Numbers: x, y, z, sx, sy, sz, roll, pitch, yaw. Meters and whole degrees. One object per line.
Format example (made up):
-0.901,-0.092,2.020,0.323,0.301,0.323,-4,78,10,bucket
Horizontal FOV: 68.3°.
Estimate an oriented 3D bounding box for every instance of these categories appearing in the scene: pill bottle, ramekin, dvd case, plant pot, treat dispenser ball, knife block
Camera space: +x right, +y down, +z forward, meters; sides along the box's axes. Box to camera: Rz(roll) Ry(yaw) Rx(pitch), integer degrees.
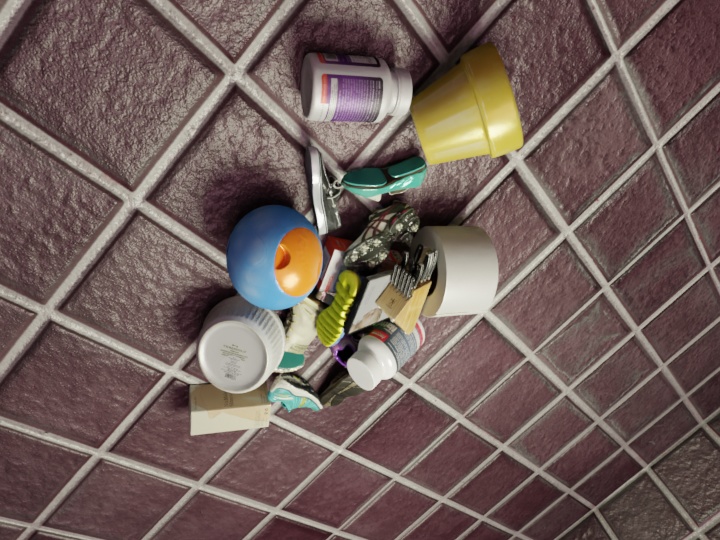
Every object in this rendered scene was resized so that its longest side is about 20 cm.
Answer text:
-0.007,-0.333,0.977,0.192,0.113,0.115,-3,125,-19,pill bottle
-0.267,0.169,1.171,0.191,0.105,0.209,0,105,1,ramekin
0.048,0.063,1.206,0.197,0.017,0.147,-16,134,-52,dvd case
0.199,-0.304,1.039,0.183,0.205,0.203,-20,131,14,plant pot
-0.171,-0.026,1.065,0.193,0.203,0.207,-10,127,-14,treat dispenser ball
0.119,0.038,1.199,0.177,0.063,0.200,-50,153,-4,knife block
0.061,0.193,1.306,0.199,0.117,0.123,-39,139,-36,pill bottle

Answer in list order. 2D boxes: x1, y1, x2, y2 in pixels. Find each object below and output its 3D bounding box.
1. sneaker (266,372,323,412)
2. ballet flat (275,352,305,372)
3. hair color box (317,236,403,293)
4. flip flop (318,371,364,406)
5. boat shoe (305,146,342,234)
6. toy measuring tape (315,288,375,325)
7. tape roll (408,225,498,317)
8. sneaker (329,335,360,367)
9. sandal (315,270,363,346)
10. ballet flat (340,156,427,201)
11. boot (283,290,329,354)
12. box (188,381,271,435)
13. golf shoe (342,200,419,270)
-0.168,0.323,1.368,0.080,0.078,0.199,-47,138,2,sneaker
-0.234,0.217,1.303,0.192,0.078,0.064,7,152,-21,ballet flat
0.000,0.000,1.239,0.193,0.065,0.114,9,119,-28,hair color box
-0.045,0.306,1.426,0.079,0.059,0.199,26,134,-25,flip flop
-0.070,-0.164,1.091,0.065,0.074,0.205,-14,128,-10,boat shoe
-0.030,0.079,1.280,0.196,0.074,0.075,26,112,-29,toy measuring tape
0.211,0.001,1.236,0.134,0.205,0.209,-3,125,-20,tape roll
-0.020,0.217,1.364,0.080,0.089,0.199,-42,129,10,sneaker
-0.033,0.090,1.200,0.085,0.080,0.203,-4,134,-49,sandal
0.053,-0.184,1.131,0.193,0.068,0.072,-16,138,-13,ballet flat
-0.159,0.107,1.244,0.155,0.073,0.198,-45,129,12,boot
-0.326,0.338,1.322,0.192,0.096,0.080,-1,124,-23,box
0.037,-0.076,1.170,0.197,0.088,0.078,-35,136,-8,golf shoe
